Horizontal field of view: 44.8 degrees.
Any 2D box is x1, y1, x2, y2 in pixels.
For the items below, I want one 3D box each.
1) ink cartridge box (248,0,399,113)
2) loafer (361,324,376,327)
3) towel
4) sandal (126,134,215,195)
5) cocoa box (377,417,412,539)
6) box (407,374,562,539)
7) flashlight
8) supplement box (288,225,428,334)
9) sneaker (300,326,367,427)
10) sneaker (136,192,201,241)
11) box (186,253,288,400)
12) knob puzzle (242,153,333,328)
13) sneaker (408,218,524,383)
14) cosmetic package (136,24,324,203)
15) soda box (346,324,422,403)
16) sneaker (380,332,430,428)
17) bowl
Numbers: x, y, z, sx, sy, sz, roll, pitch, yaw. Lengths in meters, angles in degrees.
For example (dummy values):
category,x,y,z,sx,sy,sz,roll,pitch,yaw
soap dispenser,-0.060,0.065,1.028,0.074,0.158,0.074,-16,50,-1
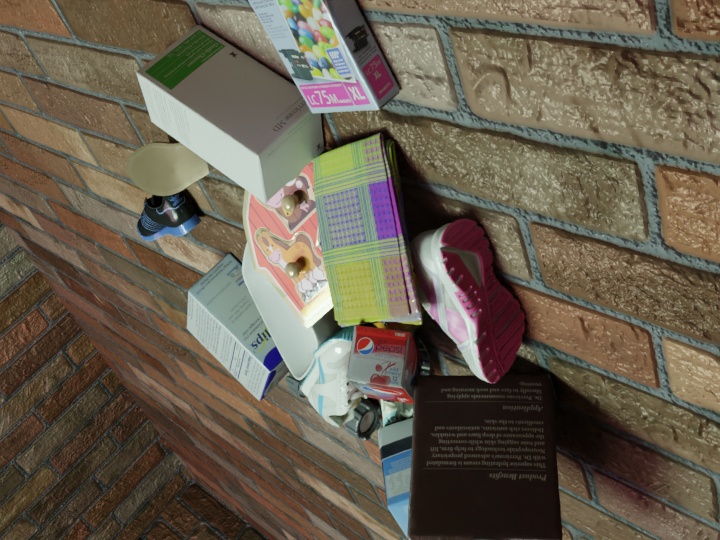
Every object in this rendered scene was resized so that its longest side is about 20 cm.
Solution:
category,x,y,z,sx,sy,sz,roll,pitch,yaw
ink cartridge box,-0.051,-0.245,0.833,0.118,0.042,0.202,11,136,52
loafer,-0.005,0.086,1.235,0.063,0.072,0.200,50,158,3
towel,0.004,-0.036,0.959,0.142,0.022,0.205,-9,92,51
sandal,-0.237,-0.163,1.235,0.209,0.069,0.079,-12,106,37
cocoa box,0.121,0.312,1.225,0.133,0.131,0.202,-97,-16,-50
box,0.143,0.248,1.013,0.162,0.203,0.166,0,143,8
flashlight,-0.052,0.225,1.522,0.198,0.068,0.068,24,150,39
supplement box,0.000,0.000,1.093,0.199,0.069,0.067,38,157,12
sneaker,-0.021,0.137,1.159,0.081,0.076,0.201,49,151,18
sneaker,-0.342,-0.102,1.499,0.198,0.070,0.079,-3,123,52
box,-0.202,0.103,1.532,0.200,0.105,0.184,43,156,7
knob puzzle,-0.074,-0.054,1.050,0.215,0.030,0.225,10,111,27
sneaker,0.113,0.031,0.953,0.087,0.081,0.203,11,131,53
cosmetic package,-0.148,-0.182,1.003,0.198,0.108,0.086,33,153,23
soda box,0.033,0.116,1.046,0.068,0.065,0.200,7,168,9
sneaker,0.051,0.149,1.228,0.087,0.076,0.203,-104,12,-50
bowl,-0.090,0.037,1.243,0.202,0.074,0.200,60,159,13
